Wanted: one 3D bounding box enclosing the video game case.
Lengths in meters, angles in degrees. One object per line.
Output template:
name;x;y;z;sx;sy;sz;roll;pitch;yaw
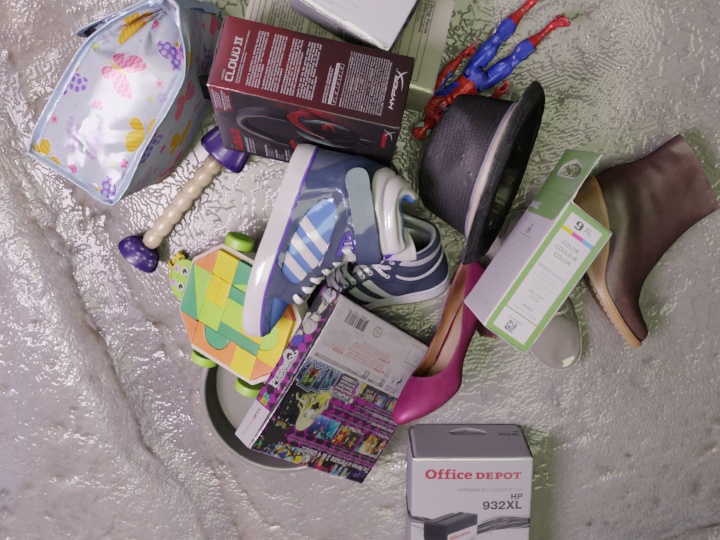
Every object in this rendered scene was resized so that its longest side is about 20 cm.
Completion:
video game case;-0.017;0.132;0.878;0.199;0.036;0.182;31;89;-47

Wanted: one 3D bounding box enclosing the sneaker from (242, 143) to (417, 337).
sneaker;-0.022;-0.011;0.775;0.145;0.081;0.202;19;97;-1

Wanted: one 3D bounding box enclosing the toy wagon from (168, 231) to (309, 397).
toy wagon;-0.146;0.039;0.879;0.199;0.039;0.157;27;108;23

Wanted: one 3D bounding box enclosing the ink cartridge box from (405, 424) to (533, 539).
ink cartridge box;0.128;0.298;0.972;0.143;0.084;0.203;0;105;0

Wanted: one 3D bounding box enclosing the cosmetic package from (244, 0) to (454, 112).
cosmetic package;-0.015;-0.242;0.819;0.198;0.087;0.105;15;87;-3

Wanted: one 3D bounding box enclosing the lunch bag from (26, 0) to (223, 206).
lunch bag;-0.218;-0.185;0.800;0.127;0.170;0.201;35;105;-6

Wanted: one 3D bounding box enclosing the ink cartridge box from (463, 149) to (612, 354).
ink cartridge box;0.193;-0.023;0.822;0.059;0.104;0.201;32;97;-9

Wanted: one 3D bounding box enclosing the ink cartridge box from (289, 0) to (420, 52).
ink cartridge box;0.027;-0.312;0.752;0.108;0.050;0.201;30;88;-2

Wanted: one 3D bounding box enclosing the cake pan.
cake pan;-0.090;0.142;0.954;0.198;0.037;0.203;0;105;0

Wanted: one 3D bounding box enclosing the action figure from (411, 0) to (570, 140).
action figure;0.130;-0.213;0.859;0.200;0.052;0.065;-43;104;13

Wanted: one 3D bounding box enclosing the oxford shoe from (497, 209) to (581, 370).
oxford shoe;0.206;0.029;0.917;0.074;0.058;0.202;-19;105;3

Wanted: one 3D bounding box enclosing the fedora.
fedora;0.116;-0.109;0.829;0.091;0.200;0.203;23;104;15

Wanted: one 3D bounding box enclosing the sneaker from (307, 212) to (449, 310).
sneaker;0.000;0.000;0.876;0.198;0.071;0.109;-15;145;-3

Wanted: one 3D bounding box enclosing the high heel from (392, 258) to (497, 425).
high heel;0.085;0.076;0.892;0.200;0.067;0.097;-46;113;-29

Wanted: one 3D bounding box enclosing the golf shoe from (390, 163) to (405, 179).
golf shoe;-0.046;-0.062;0.892;0.199;0.078;0.095;-39;84;7

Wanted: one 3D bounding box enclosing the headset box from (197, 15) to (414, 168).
headset box;-0.057;-0.162;0.778;0.198;0.149;0.076;13;76;-1

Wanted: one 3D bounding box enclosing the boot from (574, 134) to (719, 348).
boot;0.326;-0.029;0.893;0.165;0.072;0.201;-28;100;9

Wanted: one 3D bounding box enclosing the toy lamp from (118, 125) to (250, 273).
toy lamp;-0.188;-0.087;0.886;0.058;0.058;0.200;41;104;-10
